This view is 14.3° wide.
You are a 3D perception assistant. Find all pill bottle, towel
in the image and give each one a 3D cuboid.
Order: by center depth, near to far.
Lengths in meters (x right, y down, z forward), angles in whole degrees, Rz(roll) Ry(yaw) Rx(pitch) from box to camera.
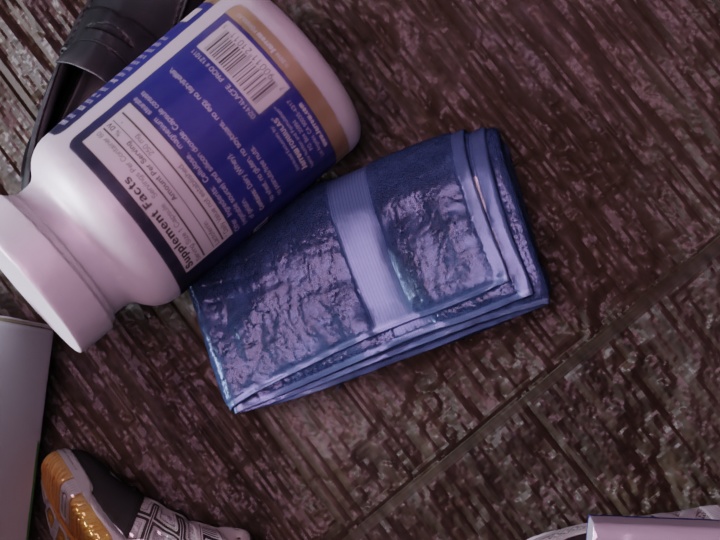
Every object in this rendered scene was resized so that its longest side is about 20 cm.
[{"bbox_3d":[-0.107,-0.054,1.563,0.200,0.116,0.116,-40,75,-9],"label":"pill bottle"},{"bbox_3d":[0.000,0.000,1.588,0.199,0.049,0.112,-21,79,15],"label":"towel"}]

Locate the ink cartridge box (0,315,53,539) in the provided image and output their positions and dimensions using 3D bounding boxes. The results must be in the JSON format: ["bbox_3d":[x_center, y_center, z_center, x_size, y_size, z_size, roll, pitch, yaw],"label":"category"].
[{"bbox_3d":[-0.288,0.092,1.643,0.199,0.084,0.147,4,86,24],"label":"ink cartridge box"}]

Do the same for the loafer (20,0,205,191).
[{"bbox_3d":[-0.138,-0.115,1.628,0.068,0.070,0.201,24,93,17],"label":"loafer"}]

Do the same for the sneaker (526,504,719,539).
[{"bbox_3d":[0.169,0.162,1.505,0.199,0.082,0.075,-11,83,16],"label":"sneaker"}]

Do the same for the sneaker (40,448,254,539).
[{"bbox_3d":[-0.102,0.167,1.604,0.087,0.076,0.200,-27,57,-26],"label":"sneaker"}]

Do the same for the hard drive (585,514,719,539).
[{"bbox_3d":[0.212,0.195,1.469,0.199,0.025,0.133,3,100,-4],"label":"hard drive"}]
